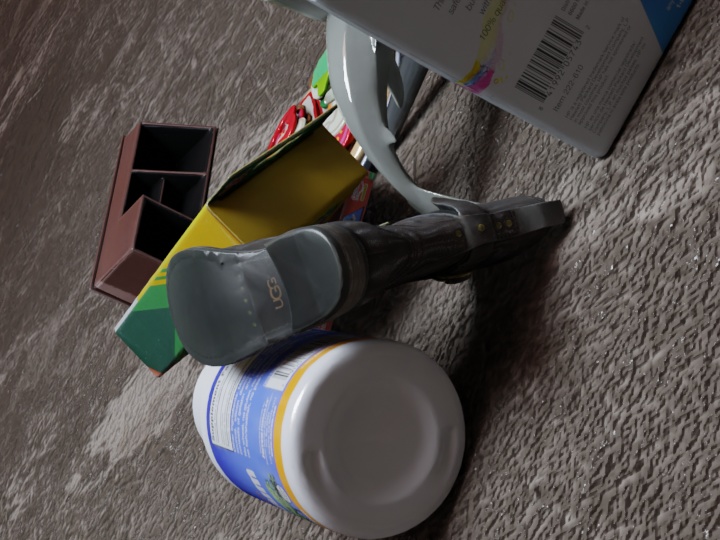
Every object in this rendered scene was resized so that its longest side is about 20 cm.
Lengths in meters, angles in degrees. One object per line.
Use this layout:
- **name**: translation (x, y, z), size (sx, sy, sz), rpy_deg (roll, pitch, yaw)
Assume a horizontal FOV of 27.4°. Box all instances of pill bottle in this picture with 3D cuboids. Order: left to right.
- **pill bottle**: translation (-0.031, 0.090, 0.889), size (0.200, 0.112, 0.112), rpy_deg (1, 69, 65)

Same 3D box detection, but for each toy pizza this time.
- **toy pizza**: translation (-0.031, -0.111, 1.174), size (0.200, 0.032, 0.200), rpy_deg (-48, 28, 35)

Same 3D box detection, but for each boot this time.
- **boot**: translation (0.000, 0.000, 0.860), size (0.200, 0.174, 0.069), rpy_deg (-11, 92, 49)

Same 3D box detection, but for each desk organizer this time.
- **desk organizer**: translation (-0.197, -0.063, 1.426), size (0.077, 0.072, 0.200), rpy_deg (-39, 35, 40)

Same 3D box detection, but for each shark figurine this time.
- **shark figurine**: translation (0.020, -0.129, 0.922), size (0.089, 0.128, 0.215), rpy_deg (-35, 57, 46)

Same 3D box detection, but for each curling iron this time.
- **curling iron**: translation (0.050, -0.173, 1.038), size (0.050, 0.026, 0.200), rpy_deg (-64, -7, -64)

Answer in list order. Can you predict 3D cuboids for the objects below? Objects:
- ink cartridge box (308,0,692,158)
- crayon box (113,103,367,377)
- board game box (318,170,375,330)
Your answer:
- **ink cartridge box**: translation (0.075, -0.173, 0.811), size (0.145, 0.200, 0.085), rpy_deg (-61, 26, 8)
- **crayon box**: translation (-0.076, -0.020, 0.986), size (0.127, 0.051, 0.200), rpy_deg (-40, -5, -41)
- **board game box**: translation (-0.044, 0.020, 1.061), size (0.103, 0.019, 0.200), rpy_deg (18, 92, 65)
